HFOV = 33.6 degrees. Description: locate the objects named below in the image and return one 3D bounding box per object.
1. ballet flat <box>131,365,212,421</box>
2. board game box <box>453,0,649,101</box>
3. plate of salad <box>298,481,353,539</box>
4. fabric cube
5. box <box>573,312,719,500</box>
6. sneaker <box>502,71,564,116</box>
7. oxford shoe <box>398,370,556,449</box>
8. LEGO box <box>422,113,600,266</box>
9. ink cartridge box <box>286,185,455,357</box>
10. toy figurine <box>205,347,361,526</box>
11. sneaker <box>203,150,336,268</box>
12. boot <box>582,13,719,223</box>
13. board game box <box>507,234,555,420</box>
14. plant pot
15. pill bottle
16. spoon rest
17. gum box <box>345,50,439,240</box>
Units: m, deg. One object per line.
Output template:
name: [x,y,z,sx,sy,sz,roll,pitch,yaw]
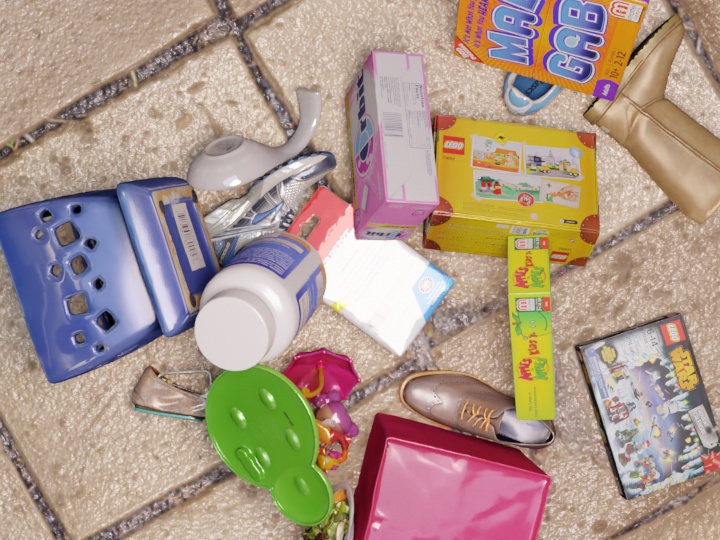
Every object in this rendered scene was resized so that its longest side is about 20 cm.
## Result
ballet flat: [-0.176,0.158,1.444,0.199,0.068,0.068,14,84,-4]
board game box: [0.233,-0.350,1.345,0.199,0.200,0.201,18,69,7]
plate of salad: [-0.057,0.339,1.383,0.048,0.200,0.201,21,90,-14]
fabric cube: [0.092,0.295,1.391,0.195,0.199,0.201,15,90,-4]
box: [0.360,0.168,1.480,0.136,0.040,0.201,-18,91,-3]
sneaker: [0.247,-0.272,1.453,0.072,0.072,0.200,37,88,-1]
oxford shoe: [0.145,0.169,1.453,0.199,0.073,0.072,14,91,-2]
LEGO box: [0.178,-0.096,1.417,0.199,0.077,0.150,7,57,-3]
ink cartridge box: [0.000,0.000,1.447,0.200,0.067,0.116,37,89,-3]
toy figurine: [-0.055,0.171,1.393,0.150,0.184,0.201,-35,87,34]
sneaker: [-0.106,-0.071,1.445,0.199,0.077,0.085,-33,96,8]
boot: [0.399,-0.187,1.468,0.200,0.066,0.175,39,101,-2]
board game box: [0.199,0.069,1.387,0.047,0.102,0.201,-3,130,8]
plant pot: [-0.268,-0.004,1.351,0.179,0.200,0.201,-17,93,13]
pill bottle: [-0.113,0.036,1.321,0.111,0.200,0.113,4,109,13]
spoon rest: [-0.120,-0.145,1.413,0.200,0.099,0.061,-39,128,-31]
gum box: [0.033,-0.149,1.390,0.066,0.114,0.201,2,70,-18]
